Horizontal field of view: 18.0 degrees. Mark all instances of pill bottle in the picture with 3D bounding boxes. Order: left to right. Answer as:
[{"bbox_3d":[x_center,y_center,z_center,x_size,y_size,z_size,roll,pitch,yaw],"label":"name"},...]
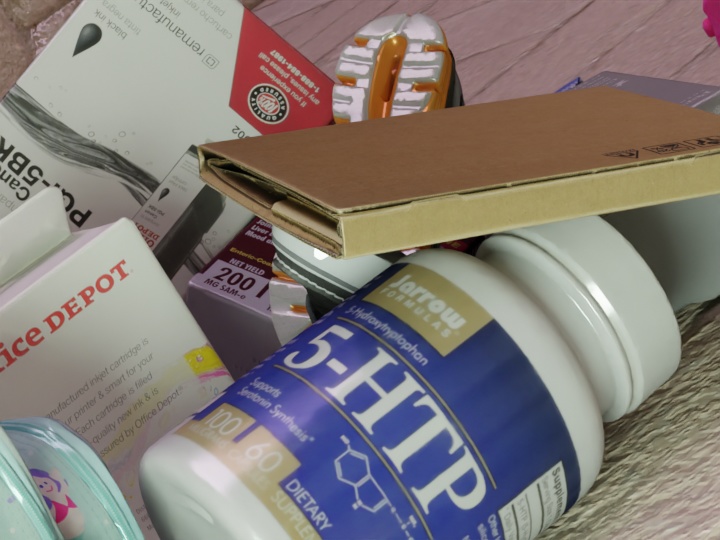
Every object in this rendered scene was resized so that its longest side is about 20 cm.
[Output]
[{"bbox_3d":[0.024,0.062,0.886,0.200,0.120,0.120,-37,13,-22],"label":"pill bottle"}]

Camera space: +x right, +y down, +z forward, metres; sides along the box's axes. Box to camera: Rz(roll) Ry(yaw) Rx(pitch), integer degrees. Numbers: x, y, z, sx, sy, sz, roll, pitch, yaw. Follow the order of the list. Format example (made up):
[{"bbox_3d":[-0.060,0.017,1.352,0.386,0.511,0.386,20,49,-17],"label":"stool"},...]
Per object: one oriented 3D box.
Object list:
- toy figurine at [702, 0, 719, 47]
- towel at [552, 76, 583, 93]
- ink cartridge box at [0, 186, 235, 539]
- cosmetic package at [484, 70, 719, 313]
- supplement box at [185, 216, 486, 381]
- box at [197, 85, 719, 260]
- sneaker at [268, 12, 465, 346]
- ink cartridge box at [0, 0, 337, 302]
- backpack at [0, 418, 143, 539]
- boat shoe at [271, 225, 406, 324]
[{"bbox_3d":[0.268,-0.169,1.236,0.199,0.151,0.184,-13,-5,-20],"label":"toy figurine"},{"bbox_3d":[0.075,-0.057,1.485,0.144,0.024,0.200,-29,11,25],"label":"towel"},{"bbox_3d":[-0.137,0.075,1.045,0.128,0.201,0.125,-37,13,-26],"label":"ink cartridge box"},{"bbox_3d":[0.123,-0.035,1.110,0.106,0.091,0.200,-31,9,-7],"label":"cosmetic package"},{"bbox_3d":[0.000,0.000,1.211,0.108,0.061,0.200,22,37,17],"label":"supplement box"},{"bbox_3d":[0.052,-0.044,0.927,0.199,0.021,0.163,-10,15,-21],"label":"box"},{"bbox_3d":[0.015,-0.026,1.120,0.078,0.077,0.201,5,64,26],"label":"sneaker"},{"bbox_3d":[-0.122,-0.060,1.224,0.200,0.147,0.083,-51,3,-1],"label":"ink cartridge box"},{"bbox_3d":[-0.160,0.134,0.838,0.150,0.201,0.177,-41,14,-37],"label":"backpack"},{"bbox_3d":[0.011,0.027,1.005,0.066,0.070,0.200,-57,-28,2],"label":"boat shoe"}]
